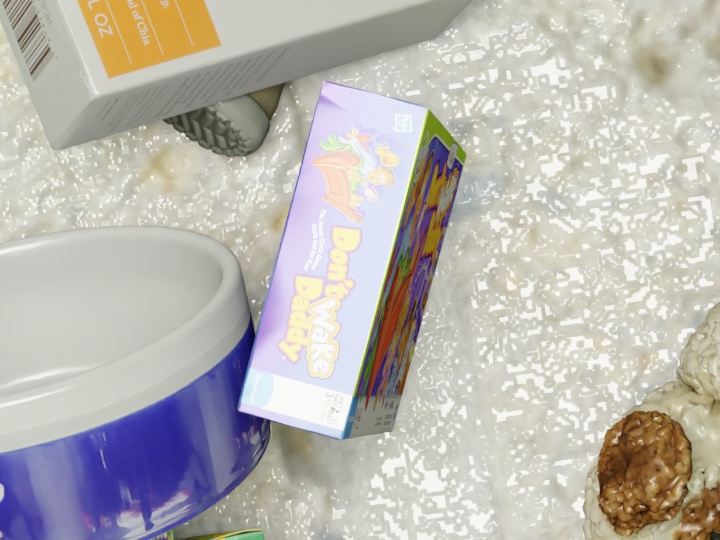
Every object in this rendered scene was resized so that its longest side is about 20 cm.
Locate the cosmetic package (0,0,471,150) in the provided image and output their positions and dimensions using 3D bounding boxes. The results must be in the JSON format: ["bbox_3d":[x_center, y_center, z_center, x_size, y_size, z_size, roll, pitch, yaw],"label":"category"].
[{"bbox_3d":[-0.055,-0.133,1.169,0.199,0.071,0.102,-20,82,-27],"label":"cosmetic package"}]

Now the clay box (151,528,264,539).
[{"bbox_3d":[-0.066,0.191,1.179,0.047,0.115,0.201,-8,86,-22],"label":"clay box"}]

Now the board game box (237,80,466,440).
[{"bbox_3d":[0.000,0.000,1.139,0.044,0.200,0.135,15,90,7],"label":"board game box"}]

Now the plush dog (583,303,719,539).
[{"bbox_3d":[0.167,0.071,1.142,0.172,0.200,0.160,-41,50,-5],"label":"plush dog"}]

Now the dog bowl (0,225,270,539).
[{"bbox_3d":[-0.140,0.053,1.149,0.199,0.200,0.079,-10,110,6],"label":"dog bowl"}]

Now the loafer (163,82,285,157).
[{"bbox_3d":[-0.112,-0.134,1.231,0.200,0.075,0.070,38,69,-2],"label":"loafer"}]
